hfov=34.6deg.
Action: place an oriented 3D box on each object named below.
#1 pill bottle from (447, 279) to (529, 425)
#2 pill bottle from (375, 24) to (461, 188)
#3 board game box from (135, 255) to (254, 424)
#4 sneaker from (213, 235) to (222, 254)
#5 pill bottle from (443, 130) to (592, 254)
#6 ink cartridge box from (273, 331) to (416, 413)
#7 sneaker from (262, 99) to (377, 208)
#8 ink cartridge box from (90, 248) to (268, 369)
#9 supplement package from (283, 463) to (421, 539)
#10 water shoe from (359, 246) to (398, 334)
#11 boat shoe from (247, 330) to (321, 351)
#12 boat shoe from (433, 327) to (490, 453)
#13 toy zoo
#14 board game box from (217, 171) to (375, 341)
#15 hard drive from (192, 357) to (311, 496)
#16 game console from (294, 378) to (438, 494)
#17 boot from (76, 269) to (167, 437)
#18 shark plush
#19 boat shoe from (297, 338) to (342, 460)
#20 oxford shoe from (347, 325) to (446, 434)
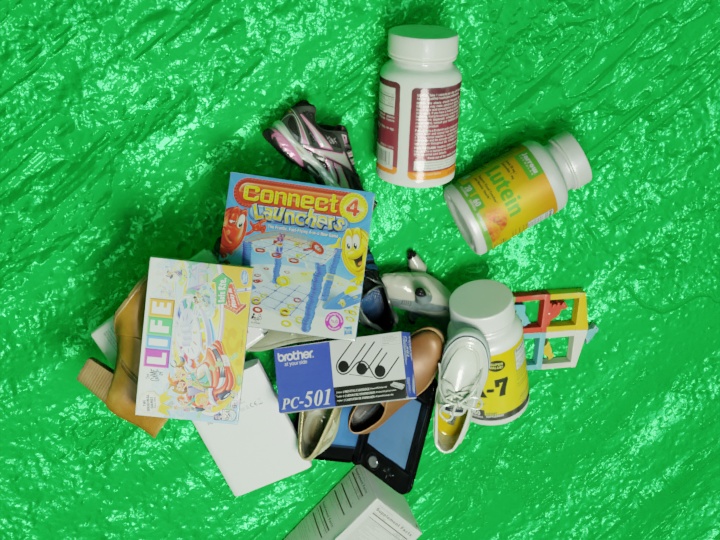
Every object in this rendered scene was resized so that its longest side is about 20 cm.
[{"bbox_3d":[0.189,0.121,1.719,0.113,0.115,0.202,-18,125,-8],"label":"pill bottle"},{"bbox_3d":[0.080,-0.226,1.577,0.112,0.114,0.203,-4,114,-15],"label":"pill bottle"},{"bbox_3d":[-0.212,0.089,1.480,0.132,0.034,0.203,5,93,-4],"label":"board game box"},{"bbox_3d":[-0.102,-0.045,1.634,0.198,0.060,0.105,19,105,-26],"label":"sneaker"},{"bbox_3d":[0.229,-0.118,1.668,0.198,0.111,0.112,-29,117,-3],"label":"pill bottle"},{"bbox_3d":[-0.023,0.146,1.643,0.197,0.044,0.096,-8,82,20],"label":"ink cartridge box"},{"bbox_3d":[-0.037,-0.155,1.596,0.087,0.080,0.200,-50,122,-3],"label":"sneaker"},{"bbox_3d":[-0.247,0.085,1.599,0.199,0.084,0.146,-35,90,1],"label":"ink cartridge box"},{"bbox_3d":[-0.019,0.426,1.827,0.200,0.110,0.114,-45,117,6],"label":"supplement package"},{"bbox_3d":[0.000,0.000,1.618,0.071,0.079,0.201,-37,121,-12],"label":"water shoe"},{"bbox_3d":[-0.121,0.073,1.670,0.196,0.066,0.076,-9,90,7],"label":"boat shoe"},{"bbox_3d":[0.136,0.181,1.647,0.074,0.087,0.204,15,125,2],"label":"boat shoe"},{"bbox_3d":[0.283,0.095,1.825,0.197,0.020,0.133,-4,113,-15],"label":"toy zoo"},{"bbox_3d":[-0.089,-0.017,1.534,0.197,0.056,0.199,7,88,-2],"label":"board game box"},{"bbox_3d":[-0.172,0.237,1.737,0.130,0.025,0.202,-22,117,6],"label":"hard drive"},{"bbox_3d":[0.004,0.225,1.750,0.115,0.175,0.203,-8,119,-44],"label":"game console"},{"bbox_3d":[-0.268,0.106,1.529,0.143,0.071,0.203,32,93,-4],"label":"boot"},{"bbox_3d":[0.097,0.048,1.748,0.083,0.092,0.199,-35,141,22],"label":"shark plush"},{"bbox_3d":[-0.057,0.183,1.712,0.072,0.063,0.203,18,110,11],"label":"boat shoe"},{"bbox_3d":[0.053,0.166,1.672,0.071,0.071,0.201,40,105,7],"label":"oxford shoe"}]
